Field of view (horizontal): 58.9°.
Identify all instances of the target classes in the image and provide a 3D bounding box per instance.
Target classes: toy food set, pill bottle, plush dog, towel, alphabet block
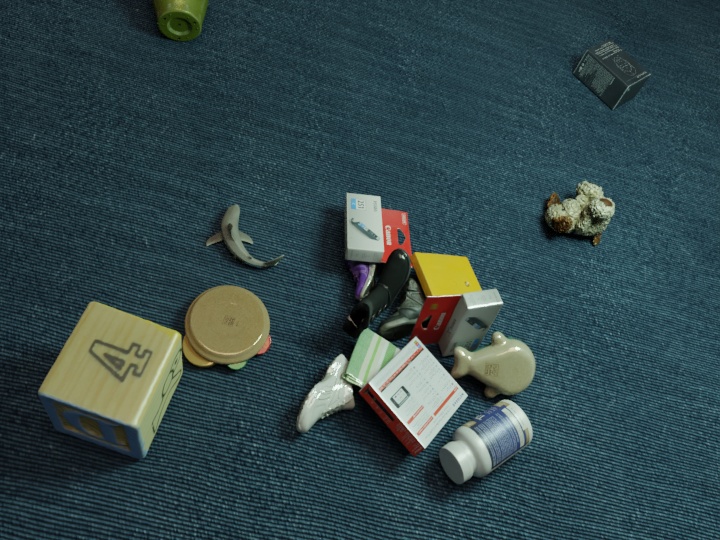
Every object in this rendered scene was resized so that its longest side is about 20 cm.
[{"bbox_3d":[-0.296,0.126,1.433,0.193,0.049,0.204,5,57,-12],"label":"toy food set"},{"bbox_3d":[0.269,0.375,1.386,0.197,0.112,0.112,-24,66,-27],"label":"pill bottle"},{"bbox_3d":[0.611,-0.154,1.819,0.167,0.164,0.201,2,28,3],"label":"plush dog"},{"bbox_3d":[0.064,0.235,1.440,0.198,0.023,0.154,33,45,-7],"label":"towel"},{"bbox_3d":[-0.473,0.217,1.242,0.192,0.197,0.203,20,54,-3],"label":"alphabet block"}]

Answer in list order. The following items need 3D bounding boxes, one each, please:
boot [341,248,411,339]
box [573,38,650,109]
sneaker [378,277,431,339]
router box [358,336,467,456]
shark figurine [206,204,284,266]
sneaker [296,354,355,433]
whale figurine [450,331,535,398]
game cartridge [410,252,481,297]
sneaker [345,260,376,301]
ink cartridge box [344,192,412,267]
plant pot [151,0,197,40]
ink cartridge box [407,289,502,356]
[{"bbox_3d":[0.039,0.049,1.458,0.065,0.168,0.199,26,26,18],"label":"boot"},{"bbox_3d":[0.877,-0.687,2.226,0.147,0.108,0.201,-28,68,-29],"label":"box"},{"bbox_3d":[0.107,0.092,1.548,0.196,0.077,0.115,-22,64,-29],"label":"sneaker"},{"bbox_3d":[0.119,0.270,1.396,0.180,0.049,0.199,48,45,8],"label":"router box"},{"bbox_3d":[-0.290,-0.073,1.541,0.127,0.090,0.215,-32,69,-28],"label":"shark figurine"},{"bbox_3d":[-0.062,0.279,1.383,0.098,0.078,0.201,35,57,5],"label":"sneaker"},{"bbox_3d":[0.309,0.217,1.503,0.194,0.164,0.104,3,13,0],"label":"whale figurine"},{"bbox_3d":[0.227,0.040,1.594,0.196,0.032,0.179,4,55,-39],"label":"game cartridge"},{"bbox_3d":[0.000,0.000,1.590,0.081,0.082,0.203,1,47,3],"label":"sneaker"},{"bbox_3d":[0.046,-0.104,1.602,0.171,0.045,0.203,6,47,-9],"label":"ink cartridge box"},{"bbox_3d":[-0.537,-0.801,1.890,0.195,0.201,0.198,0,69,-14],"label":"plant pot"},{"bbox_3d":[0.213,0.127,1.465,0.172,0.202,0.045,-6,53,-17],"label":"ink cartridge box"}]
